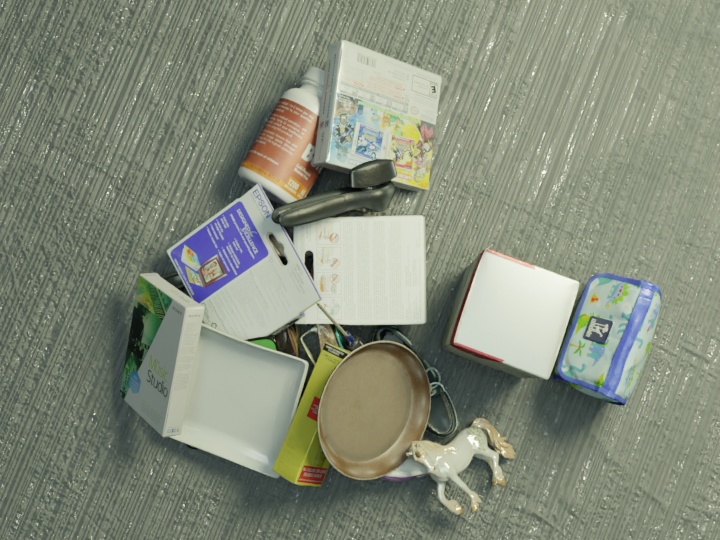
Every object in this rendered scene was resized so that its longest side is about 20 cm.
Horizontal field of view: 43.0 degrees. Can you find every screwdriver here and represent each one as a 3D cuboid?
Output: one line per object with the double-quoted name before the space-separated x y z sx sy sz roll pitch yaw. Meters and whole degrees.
"screwdriver" -0.026 0.085 1.350 0.028 0.201 0.029 17 66 28

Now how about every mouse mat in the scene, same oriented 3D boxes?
"mouse mat" -0.197 0.187 1.379 0.197 0.008 0.163 -10 103 17

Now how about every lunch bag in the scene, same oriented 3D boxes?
"lunch bag" 0.367 0.102 1.335 0.126 0.200 0.172 21 87 2

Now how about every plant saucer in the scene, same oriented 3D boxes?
"plant saucer" 0.016 0.199 1.317 0.198 0.032 0.203 -7 102 -34

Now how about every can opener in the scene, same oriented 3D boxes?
"can opener" -0.036 -0.103 1.328 0.198 0.063 0.080 -20 103 -16

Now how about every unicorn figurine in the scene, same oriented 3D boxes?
"unicorn figurine" 0.143 0.288 1.363 0.074 0.199 0.138 -32 90 41

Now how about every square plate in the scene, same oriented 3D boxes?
"square plate" -0.187 0.188 1.358 0.198 0.028 0.201 19 110 9

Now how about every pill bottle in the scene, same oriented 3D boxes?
"pill bottle" -0.094 -0.204 1.406 0.111 0.112 0.202 30 86 3

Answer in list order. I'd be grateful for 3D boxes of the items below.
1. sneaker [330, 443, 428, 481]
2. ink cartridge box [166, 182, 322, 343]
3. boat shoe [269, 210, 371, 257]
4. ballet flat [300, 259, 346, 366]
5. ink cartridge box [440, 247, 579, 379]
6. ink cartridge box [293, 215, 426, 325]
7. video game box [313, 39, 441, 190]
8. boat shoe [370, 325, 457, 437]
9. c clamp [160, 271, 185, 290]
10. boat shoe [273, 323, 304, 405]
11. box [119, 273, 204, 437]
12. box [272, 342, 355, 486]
"sneaker" 0.021 0.259 1.386 0.197 0.075 0.101 13 87 1
"ink cartridge box" -0.169 0.005 1.364 0.199 0.043 0.200 -32 82 23
"boat shoe" -0.075 -0.055 1.415 0.197 0.073 0.076 1 89 -5
"ballet flat" -0.065 0.081 1.408 0.066 0.068 0.203 -14 84 6
"ink cartridge box" 0.212 0.069 1.340 0.144 0.200 0.146 19 83 1
"ink cartridge box" 0.000 0.000 1.373 0.197 0.047 0.163 -1 92 4
"video game box" 0.029 -0.230 1.390 0.198 0.047 0.185 11 82 -36
"boat shoe" 0.084 0.169 1.400 0.074 0.062 0.202 -29 86 -4
"c clamp" -0.256 0.069 1.428 0.169 0.027 0.203 -15 85 -1
"boat shoe" -0.120 0.166 1.396 0.071 0.072 0.203 1 85 0
"box" -0.296 0.122 1.349 0.144 0.036 0.203 26 108 44
"box" -0.055 0.212 1.337 0.050 0.075 0.202 22 87 34
